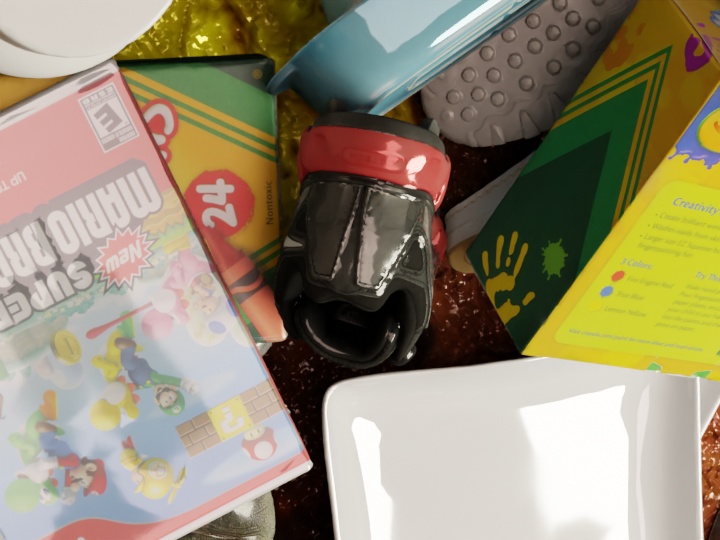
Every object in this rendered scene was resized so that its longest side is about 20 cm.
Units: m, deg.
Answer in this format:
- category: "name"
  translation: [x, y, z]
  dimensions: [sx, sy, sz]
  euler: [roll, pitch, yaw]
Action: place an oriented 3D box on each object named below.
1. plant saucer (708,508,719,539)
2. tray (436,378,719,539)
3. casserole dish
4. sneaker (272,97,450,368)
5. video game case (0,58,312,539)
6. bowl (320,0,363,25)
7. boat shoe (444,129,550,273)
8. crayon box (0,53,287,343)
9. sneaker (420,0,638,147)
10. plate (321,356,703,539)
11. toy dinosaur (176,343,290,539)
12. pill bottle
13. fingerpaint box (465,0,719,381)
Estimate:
- category: "plant saucer"
  translation: [0.279, 0.169, 1.129]
  dimensions: [0.198, 0.032, 0.202]
  euler: [-3, 101, -18]
- category: "tray"
  translation: [0.113, 0.094, 1.062]
  dimensions: [0.107, 0.022, 0.201]
  euler: [29, 88, -20]
- category: "casserole dish"
  translation: [0.050, -0.121, 0.896]
  dimensions: [0.199, 0.121, 0.039]
  euler: [-36, 90, -7]
- category: "sneaker"
  translation: [0.000, 0.000, 0.917]
  dimensions: [0.070, 0.201, 0.099]
  euler: [11, 76, 3]
- category: "video game case"
  translation: [-0.126, 0.029, 0.900]
  dimensions: [0.142, 0.017, 0.201]
  euler: [-27, 102, -4]
- category: "bowl"
  translation: [0.041, -0.200, 0.917]
  dimensions: [0.200, 0.201, 0.105]
  euler: [-35, 87, -11]
- category: "boat shoe"
  translation: [0.122, -0.066, 1.022]
  dimensions: [0.199, 0.071, 0.070]
  euler: [-27, 72, -3]
- category: "crayon box"
  translation: [-0.134, -0.027, 0.925]
  dimensions: [0.198, 0.051, 0.128]
  euler: [-4, 99, -7]
- category: "sneaker"
  translation: [0.111, -0.135, 0.999]
  dimensions: [0.200, 0.081, 0.076]
  euler: [-41, 97, 10]
- category: "plate"
  translation: [0.077, 0.137, 1.028]
  dimensions: [0.198, 0.032, 0.202]
  euler: [-8, 101, -19]
- category: "toy dinosaur"
  translation: [-0.078, 0.114, 0.970]
  dimensions: [0.101, 0.077, 0.202]
  euler: [-2, 96, -11]
- category: "pill bottle"
  translation: [-0.136, -0.137, 0.842]
  dimensions: [0.113, 0.200, 0.116]
  euler: [-3, 100, -19]
- category: "fingerpaint box"
  translation: [0.175, -0.033, 0.963]
  dimensions: [0.199, 0.074, 0.167]
  euler: [8, 129, -36]
